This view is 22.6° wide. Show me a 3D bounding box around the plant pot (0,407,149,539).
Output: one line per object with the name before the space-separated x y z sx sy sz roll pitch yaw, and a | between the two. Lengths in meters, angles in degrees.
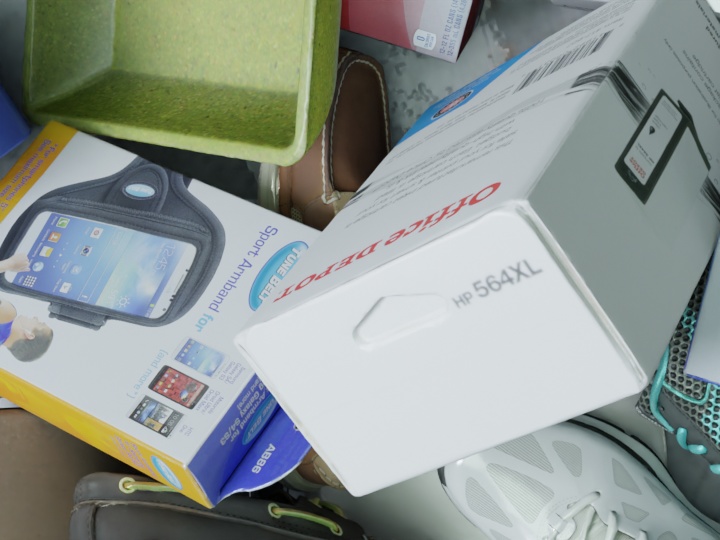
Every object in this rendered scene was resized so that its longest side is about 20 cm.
plant pot | -0.161 0.151 0.821 0.198 0.200 0.176 -4 87 11

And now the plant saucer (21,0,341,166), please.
plant saucer | -0.070 -0.156 0.799 0.199 0.048 0.202 12 101 44

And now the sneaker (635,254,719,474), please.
sneaker | 0.171 0.063 0.807 0.090 0.078 0.202 -16 84 17

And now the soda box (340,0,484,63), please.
soda box | 0.042 -0.198 0.773 0.063 0.070 0.202 17 113 6

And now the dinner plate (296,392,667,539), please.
dinner plate | 0.045 0.090 0.855 0.198 0.024 0.202 1 96 10

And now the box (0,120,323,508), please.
box | -0.092 0.017 0.769 0.199 0.042 0.119 21 64 32

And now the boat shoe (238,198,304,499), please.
boat shoe | -0.066 0.068 0.841 0.071 0.068 0.202 10 96 25

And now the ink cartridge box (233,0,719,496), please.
ink cartridge box | 0.062 -0.017 0.702 0.145 0.200 0.085 -26 107 38

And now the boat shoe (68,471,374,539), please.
boat shoe | -0.036 0.125 0.787 0.072 0.200 0.061 -29 60 44

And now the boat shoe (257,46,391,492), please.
boat shoe | 0.000 0.000 0.811 0.071 0.075 0.202 2 90 38

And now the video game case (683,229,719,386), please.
video game case | 0.214 -0.034 0.713 0.045 0.199 0.183 18 96 39

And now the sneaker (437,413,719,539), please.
sneaker | 0.125 0.130 0.780 0.200 0.115 0.076 31 99 -7

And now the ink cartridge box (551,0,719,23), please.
ink cartridge box | 0.162 -0.203 0.765 0.145 0.084 0.202 9 98 10

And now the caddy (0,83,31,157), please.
caddy | -0.229 -0.066 0.803 0.141 0.200 0.105 -37 100 -4
